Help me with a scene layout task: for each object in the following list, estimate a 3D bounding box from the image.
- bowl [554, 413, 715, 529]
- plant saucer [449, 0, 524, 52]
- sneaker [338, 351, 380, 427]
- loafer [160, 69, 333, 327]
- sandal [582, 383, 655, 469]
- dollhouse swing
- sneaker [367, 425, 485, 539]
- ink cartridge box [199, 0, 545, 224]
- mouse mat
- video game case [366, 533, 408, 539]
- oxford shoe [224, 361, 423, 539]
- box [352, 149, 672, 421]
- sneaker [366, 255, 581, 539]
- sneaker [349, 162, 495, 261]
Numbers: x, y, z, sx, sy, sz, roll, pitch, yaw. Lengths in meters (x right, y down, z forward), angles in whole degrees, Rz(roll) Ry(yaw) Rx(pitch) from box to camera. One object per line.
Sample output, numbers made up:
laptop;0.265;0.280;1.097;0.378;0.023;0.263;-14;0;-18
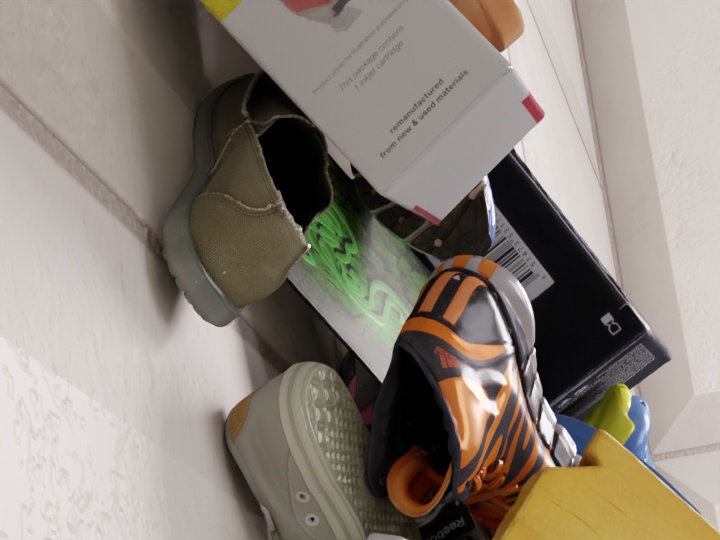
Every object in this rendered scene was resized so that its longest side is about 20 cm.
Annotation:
bowl;0.147;0.169;1.032;0.200;0.039;0.201;41;-22;20
plant saucer;0.011;-0.193;0.981;0.201;0.032;0.200;49;-1;1
sneaker;0.020;0.067;1.118;0.096;0.079;0.200;62;4;24
loafer;-0.040;-0.044;0.877;0.075;0.069;0.201;57;20;-25
sandal;0.175;0.137;1.204;0.087;0.080;0.200;38;-12;15
dollhouse swing;0.086;0.221;0.896;0.182;0.176;0.200;41;59;-6
sneaker;0.042;0.142;1.067;0.200;0.074;0.089;50;17;-63
ink cartridge box;-0.014;-0.126;0.869;0.200;0.083;0.145;48;7;12
mouse mat;0.000;0.000;1.013;0.200;0.008;0.161;48;23;-17
video game case;0.034;0.245;0.890;0.182;0.023;0.202;35;61;-57
oxford shoe;-0.011;0.132;0.894;0.201;0.057;0.075;66;27;-26
box;0.100;0.007;1.221;0.197;0.117;0.200;54;7;14
sneaker;0.053;0.102;0.908;0.112;0.077;0.201;-50;127;-45
sneaker;0.032;-0.074;1.086;0.089;0.078;0.201;37;17;-48
